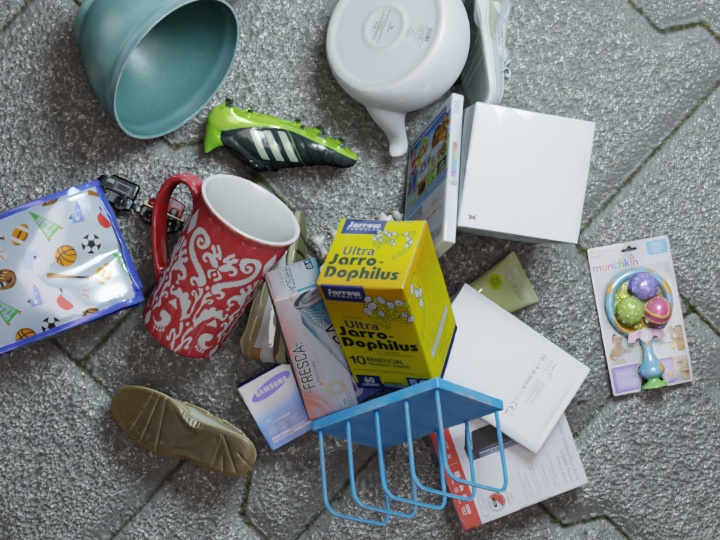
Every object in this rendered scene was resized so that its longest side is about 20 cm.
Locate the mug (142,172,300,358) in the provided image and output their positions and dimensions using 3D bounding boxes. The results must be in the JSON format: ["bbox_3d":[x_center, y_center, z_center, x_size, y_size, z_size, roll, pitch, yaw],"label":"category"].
[{"bbox_3d":[-0.186,-0.013,1.626,0.133,0.178,0.200,10,123,-37],"label":"mug"}]

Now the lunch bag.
[{"bbox_3d":[-0.386,-0.003,1.623,0.199,0.124,0.171,-22,92,2],"label":"lunch bag"}]

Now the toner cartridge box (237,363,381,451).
[{"bbox_3d":[-0.051,0.144,1.700,0.200,0.043,0.095,-29,93,-5],"label":"toner cartridge box"}]

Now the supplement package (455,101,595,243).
[{"bbox_3d":[0.187,-0.117,1.643,0.150,0.200,0.152,9,91,-6],"label":"supplement package"}]

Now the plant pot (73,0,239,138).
[{"bbox_3d":[-0.266,-0.283,1.610,0.134,0.200,0.200,41,86,22],"label":"plant pot"}]

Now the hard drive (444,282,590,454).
[{"bbox_3d":[0.178,0.126,1.684,0.200,0.027,0.132,34,87,-6],"label":"hard drive"}]

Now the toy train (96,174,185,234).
[{"bbox_3d":[-0.249,-0.073,1.682,0.199,0.034,0.046,25,78,-6],"label":"toy train"}]

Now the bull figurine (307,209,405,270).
[{"bbox_3d":[0.000,0.000,1.689,0.199,0.065,0.122,-18,91,-16],"label":"bull figurine"}]

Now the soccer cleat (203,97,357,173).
[{"bbox_3d":[-0.104,-0.157,1.685,0.199,0.068,0.081,17,107,-5],"label":"soccer cleat"}]

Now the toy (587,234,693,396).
[{"bbox_3d":[0.380,0.060,1.744,0.115,0.047,0.201,-10,93,-8],"label":"toy"}]

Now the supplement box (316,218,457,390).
[{"bbox_3d":[0.036,0.044,1.568,0.108,0.200,0.110,2,48,21],"label":"supplement box"}]

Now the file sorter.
[{"bbox_3d":[0.062,0.228,1.603,0.200,0.139,0.123,-23,60,34],"label":"file sorter"}]

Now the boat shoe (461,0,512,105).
[{"bbox_3d":[0.168,-0.284,1.665,0.065,0.075,0.202,11,47,-13],"label":"boat shoe"}]

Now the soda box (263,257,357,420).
[{"bbox_3d":[-0.059,0.086,1.596,0.068,0.064,0.200,-18,128,-5],"label":"soda box"}]

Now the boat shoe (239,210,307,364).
[{"bbox_3d":[-0.112,0.018,1.674,0.068,0.075,0.201,4,76,14],"label":"boat shoe"}]

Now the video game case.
[{"bbox_3d":[0.089,-0.101,1.629,0.018,0.143,0.201,12,66,-16],"label":"video game case"}]

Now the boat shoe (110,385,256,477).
[{"bbox_3d":[-0.224,0.207,1.671,0.199,0.066,0.074,27,89,7],"label":"boat shoe"}]

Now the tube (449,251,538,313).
[{"bbox_3d":[0.135,0.056,1.717,0.200,0.058,0.052,-30,57,-8],"label":"tube"}]

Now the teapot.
[{"bbox_3d":[0.063,-0.285,1.660,0.200,0.146,0.198,-33,64,18],"label":"teapot"}]

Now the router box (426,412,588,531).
[{"bbox_3d":[0.181,0.215,1.724,0.179,0.049,0.201,-21,93,-5],"label":"router box"}]
